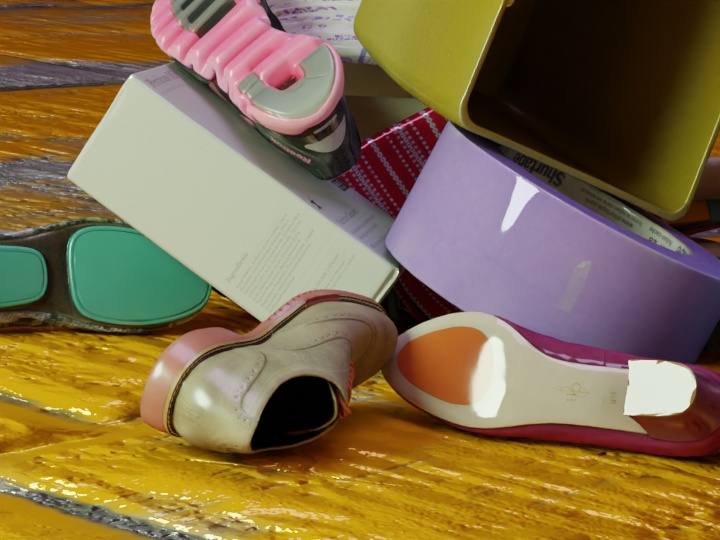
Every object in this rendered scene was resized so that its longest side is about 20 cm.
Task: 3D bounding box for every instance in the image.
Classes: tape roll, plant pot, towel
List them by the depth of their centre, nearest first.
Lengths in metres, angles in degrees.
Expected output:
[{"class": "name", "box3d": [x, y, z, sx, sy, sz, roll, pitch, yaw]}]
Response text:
[{"class": "tape roll", "box3d": [0.120, -0.006, 1.484, 0.199, 0.085, 0.200, 28, 9, -5]}, {"class": "plant pot", "box3d": [0.112, -0.170, 1.536, 0.199, 0.201, 0.176, 21, 1, -39]}, {"class": "towel", "box3d": [0.090, -0.054, 1.628, 0.199, 0.145, 0.023, -29, -15, -23]}]

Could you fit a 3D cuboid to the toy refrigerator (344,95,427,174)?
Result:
[{"class": "toy refrigerator", "box3d": [0.012, -0.067, 1.674, 0.198, 0.076, 0.070, 2, 55, -13]}]

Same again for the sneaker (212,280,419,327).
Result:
[{"class": "sneaker", "box3d": [0.000, 0.000, 1.618, 0.199, 0.075, 0.087, 1, 16, -27]}]

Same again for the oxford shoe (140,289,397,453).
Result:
[{"class": "oxford shoe", "box3d": [-0.030, 0.062, 1.313, 0.074, 0.071, 0.199, 27, 26, 27]}]

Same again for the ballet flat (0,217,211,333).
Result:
[{"class": "ballet flat", "box3d": [-0.190, 0.003, 1.522, 0.199, 0.073, 0.072, 2, 11, -28]}]

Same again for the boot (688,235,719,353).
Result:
[{"class": "boot", "box3d": [0.204, 0.013, 1.692, 0.174, 0.067, 0.200, 7, 7, -10]}]

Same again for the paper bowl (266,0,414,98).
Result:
[{"class": "paper bowl", "box3d": [-0.027, -0.148, 1.716, 0.199, 0.105, 0.201, -4, -22, -2]}]

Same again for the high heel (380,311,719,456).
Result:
[{"class": "high heel", "box3d": [0.112, 0.071, 1.379, 0.199, 0.068, 0.096, 10, -11, 30]}]

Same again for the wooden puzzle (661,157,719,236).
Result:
[{"class": "wooden puzzle", "box3d": [0.189, -0.033, 1.802, 0.184, 0.038, 0.199, -5, -14, -43]}]

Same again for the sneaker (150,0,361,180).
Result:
[{"class": "sneaker", "box3d": [-0.061, -0.122, 1.554, 0.200, 0.079, 0.096, 49, -3, 45]}]

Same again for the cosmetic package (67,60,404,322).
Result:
[{"class": "cosmetic package", "box3d": [-0.069, -0.037, 1.529, 0.199, 0.081, 0.113, 37, 13, 1]}]
